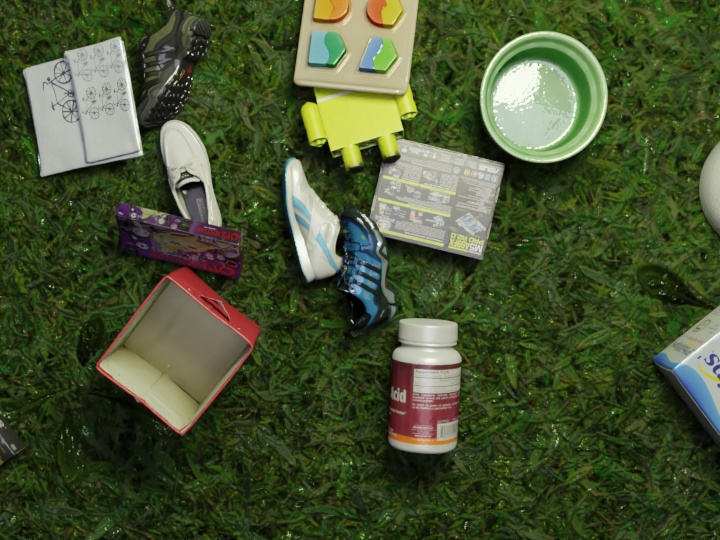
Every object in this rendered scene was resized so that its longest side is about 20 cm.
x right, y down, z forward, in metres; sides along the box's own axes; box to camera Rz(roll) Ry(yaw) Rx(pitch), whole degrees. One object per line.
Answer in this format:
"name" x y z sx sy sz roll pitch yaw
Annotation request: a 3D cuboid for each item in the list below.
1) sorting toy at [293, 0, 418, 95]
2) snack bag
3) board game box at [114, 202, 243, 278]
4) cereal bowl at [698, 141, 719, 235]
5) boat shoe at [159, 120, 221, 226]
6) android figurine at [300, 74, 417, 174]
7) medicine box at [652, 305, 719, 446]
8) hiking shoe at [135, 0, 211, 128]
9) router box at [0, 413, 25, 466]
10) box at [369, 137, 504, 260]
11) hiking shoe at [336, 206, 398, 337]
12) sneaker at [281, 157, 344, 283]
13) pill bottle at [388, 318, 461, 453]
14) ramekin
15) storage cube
"sorting toy" -0.006 -0.380 1.385 0.183 0.036 0.202 6 78 6
"snack bag" -0.452 -0.261 1.409 0.198 0.021 0.191 -9 93 16
"board game box" -0.286 -0.046 1.399 0.198 0.120 0.033 13 66 0
"cereal bowl" 0.655 -0.136 1.406 0.198 0.083 0.203 0 92 1
"boat shoe" -0.279 -0.147 1.416 0.071 0.066 0.202 -13 93 1
"android figurine" -0.004 -0.259 1.398 0.180 0.041 0.202 -14 77 2
"medicine box" 0.615 0.162 1.413 0.199 0.103 0.183 -39 92 1
"hiking shoe" -0.320 -0.329 1.413 0.100 0.076 0.201 34 99 21
"router box" -0.683 0.266 1.448 0.157 0.052 0.201 -37 93 2
"box" 0.121 -0.118 1.428 0.198 0.044 0.162 13 94 0
"hiking shoe" 0.000 0.000 1.390 0.086 0.074 0.202 -26 108 -31
"sneaker" -0.079 -0.086 1.421 0.080 0.077 0.202 -15 100 -6
"pill bottle" 0.104 0.183 1.410 0.113 0.114 0.202 3 93 0
"ramekin" 0.282 -0.269 1.392 0.198 0.098 0.202 0 94 0
"storage cube" -0.275 0.117 1.371 0.171 0.180 0.201 39 92 -5
